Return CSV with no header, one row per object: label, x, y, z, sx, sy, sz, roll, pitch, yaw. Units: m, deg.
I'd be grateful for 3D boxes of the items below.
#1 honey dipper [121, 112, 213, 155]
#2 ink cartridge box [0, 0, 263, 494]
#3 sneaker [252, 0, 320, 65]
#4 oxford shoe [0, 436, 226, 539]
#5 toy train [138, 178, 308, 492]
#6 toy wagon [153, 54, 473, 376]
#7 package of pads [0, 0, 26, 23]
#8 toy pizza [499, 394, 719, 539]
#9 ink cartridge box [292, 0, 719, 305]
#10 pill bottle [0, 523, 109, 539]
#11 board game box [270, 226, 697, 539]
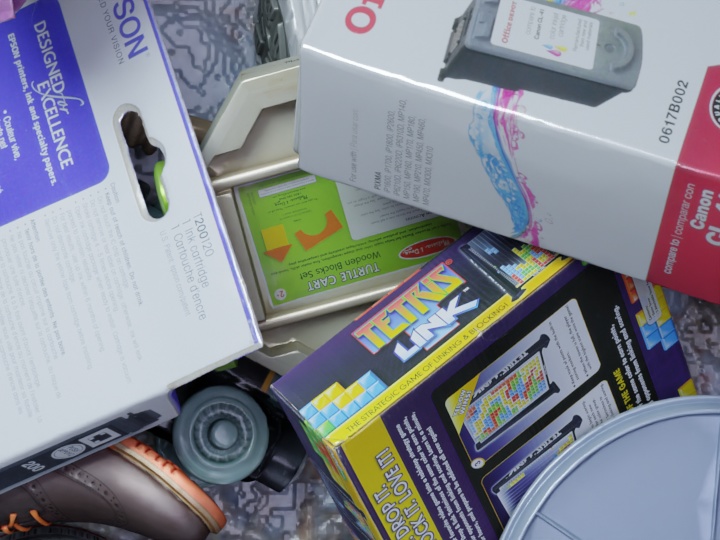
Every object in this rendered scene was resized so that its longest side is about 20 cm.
honey dipper,-0.045,-0.057,0.986,0.198,0.038,0.038,17,89,-10
ink cartridge box,-0.151,-0.013,0.887,0.199,0.043,0.200,-23,71,13
sneaker,-0.003,-0.148,0.965,0.098,0.078,0.202,-6,84,-17
oxford shoe,-0.154,0.099,0.921,0.199,0.071,0.073,15,65,24
toy train,-0.102,0.024,0.960,0.199,0.085,0.115,29,77,-8
toy wagon,0.000,0.000,0.911,0.154,0.040,0.202,-14,109,2
package of pads,-0.158,-0.207,0.765,0.121,0.075,0.201,-47,116,-24
toy pizza,0.148,0.154,0.896,0.198,0.032,0.202,-1,95,-10
ink cartridge box,0.088,-0.089,0.819,0.198,0.086,0.148,18,59,7
pill bottle,-0.138,0.182,0.893,0.113,0.200,0.115,0,91,-8
board game box,0.069,0.076,0.897,0.165,0.057,0.201,-36,133,-12
